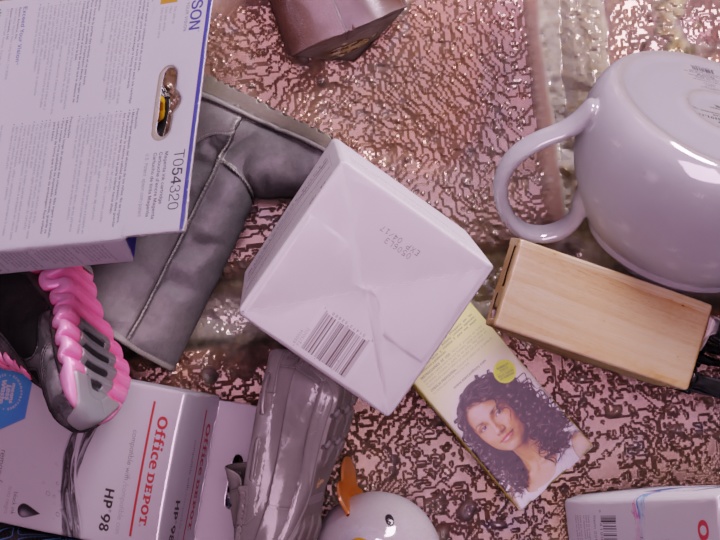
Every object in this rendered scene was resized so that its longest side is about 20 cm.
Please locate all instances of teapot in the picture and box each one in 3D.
[{"bbox_3d":[0.226,-0.052,1.577,0.200,0.197,0.147,37,124,24],"label":"teapot"}]

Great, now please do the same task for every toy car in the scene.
[{"bbox_3d":[0.016,0.224,1.558,0.183,0.177,0.201,-27,75,9],"label":"toy car"}]

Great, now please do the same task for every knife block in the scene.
[{"bbox_3d":[0.204,0.044,1.562,0.174,0.200,0.065,15,86,30],"label":"knife block"}]

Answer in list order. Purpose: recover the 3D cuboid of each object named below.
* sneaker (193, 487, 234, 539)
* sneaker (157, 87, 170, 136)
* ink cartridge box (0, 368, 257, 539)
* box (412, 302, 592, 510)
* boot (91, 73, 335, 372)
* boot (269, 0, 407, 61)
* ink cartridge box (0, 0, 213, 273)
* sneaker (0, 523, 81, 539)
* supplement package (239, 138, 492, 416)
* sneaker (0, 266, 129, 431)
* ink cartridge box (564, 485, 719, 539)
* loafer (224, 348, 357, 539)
[{"bbox_3d":[-0.080,0.172,1.597,0.084,0.077,0.202,13,86,4],"label":"sneaker"},{"bbox_3d":[-0.170,-0.135,1.592,0.082,0.078,0.202,-11,79,34],"label":"sneaker"},{"bbox_3d":[-0.172,0.133,1.568,0.198,0.067,0.117,8,86,21],"label":"ink cartridge box"},{"bbox_3d":[0.076,0.074,1.616,0.075,0.050,0.200,-42,88,-3],"label":"box"},{"bbox_3d":[-0.098,-0.020,1.608,0.181,0.073,0.201,25,80,14],"label":"boot"},{"bbox_3d":[-0.082,-0.229,1.629,0.185,0.064,0.201,-24,92,0],"label":"boot"},{"bbox_3d":[-0.189,-0.097,1.511,0.198,0.043,0.198,-4,65,21],"label":"ink cartridge box"},{"bbox_3d":[-0.251,0.213,1.587,0.198,0.082,0.074,0,89,0],"label":"sneaker"},{"bbox_3d":[0.000,0.000,1.485,0.121,0.200,0.120,34,95,-5],"label":"supplement package"},{"bbox_3d":[-0.223,0.047,1.532,0.095,0.201,0.079,-34,132,9],"label":"sneaker"},{"bbox_3d":[0.231,0.222,1.530,0.087,0.200,0.147,-4,86,-24],"label":"ink cartridge box"},{"bbox_3d":[-0.061,0.152,1.532,0.069,0.070,0.202,20,95,21],"label":"loafer"}]
